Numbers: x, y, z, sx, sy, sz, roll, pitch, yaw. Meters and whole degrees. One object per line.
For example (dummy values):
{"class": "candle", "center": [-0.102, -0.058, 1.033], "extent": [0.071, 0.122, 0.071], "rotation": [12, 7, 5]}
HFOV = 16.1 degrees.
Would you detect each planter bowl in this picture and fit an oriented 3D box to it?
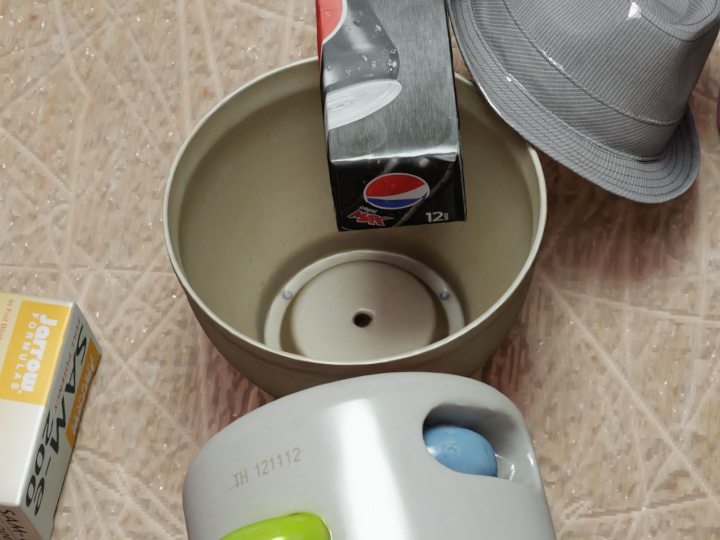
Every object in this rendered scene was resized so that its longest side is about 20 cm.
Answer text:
{"class": "planter bowl", "center": [0.000, 0.000, 1.375], "extent": [0.200, 0.135, 0.200], "rotation": [-2, 57, 2]}

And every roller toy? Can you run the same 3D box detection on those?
{"class": "roller toy", "center": [0.005, 0.137, 1.289], "extent": [0.182, 0.200, 0.140], "rotation": [-9, 64, -7]}

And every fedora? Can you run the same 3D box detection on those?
{"class": "fedora", "center": [0.138, -0.136, 1.397], "extent": [0.177, 0.090, 0.200], "rotation": [33, 28, -12]}

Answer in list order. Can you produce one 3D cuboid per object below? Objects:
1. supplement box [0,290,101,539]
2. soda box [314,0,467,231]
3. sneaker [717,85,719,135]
{"class": "supplement box", "center": [-0.259, 0.072, 1.419], "extent": [0.200, 0.074, 0.126], "rotation": [7, 66, 11]}
{"class": "soda box", "center": [0.012, -0.120, 1.337], "extent": [0.071, 0.063, 0.200], "rotation": [-5, 55, 0]}
{"class": "sneaker", "center": [0.231, -0.051, 1.399], "extent": [0.080, 0.086, 0.200], "rotation": [-14, 64, 4]}
